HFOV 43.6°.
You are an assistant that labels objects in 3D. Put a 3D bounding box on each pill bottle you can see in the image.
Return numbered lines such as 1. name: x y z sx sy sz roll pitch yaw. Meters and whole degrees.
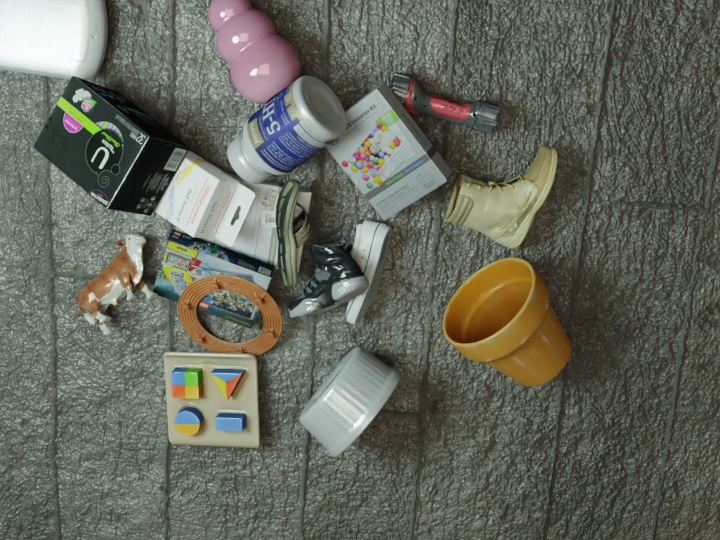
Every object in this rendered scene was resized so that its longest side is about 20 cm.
1. pill bottle: -0.132 -0.235 1.556 0.200 0.120 0.120 -31 104 32

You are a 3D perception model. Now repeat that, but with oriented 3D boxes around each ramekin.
1. ramekin: -0.024 0.237 1.667 0.098 0.200 0.201 39 101 -1

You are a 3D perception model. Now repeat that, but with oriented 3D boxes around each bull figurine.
1. bull figurine: -0.445 0.024 1.662 0.200 0.065 0.122 -42 59 18

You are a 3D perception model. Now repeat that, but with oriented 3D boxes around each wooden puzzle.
1. wooden puzzle: -0.289 0.255 1.732 0.185 0.046 0.201 1 105 8

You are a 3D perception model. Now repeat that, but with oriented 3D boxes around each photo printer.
1. photo printer: -0.539 -0.420 1.555 0.199 0.069 0.167 7 104 -3

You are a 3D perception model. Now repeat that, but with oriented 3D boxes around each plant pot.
1. plant pot: 0.283 0.110 1.647 0.200 0.200 0.183 -41 117 9

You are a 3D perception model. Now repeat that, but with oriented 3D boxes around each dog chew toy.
1. dog chew toy: -0.190 -0.389 1.543 0.124 0.125 0.200 -32 95 8

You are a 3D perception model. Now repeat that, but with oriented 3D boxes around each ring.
1. ring: -0.244 0.091 1.676 0.200 0.019 0.201 5 129 6

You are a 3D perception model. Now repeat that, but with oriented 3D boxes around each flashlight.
1. flashlight: 0.147 -0.295 1.592 0.200 0.068 0.068 13 109 -2

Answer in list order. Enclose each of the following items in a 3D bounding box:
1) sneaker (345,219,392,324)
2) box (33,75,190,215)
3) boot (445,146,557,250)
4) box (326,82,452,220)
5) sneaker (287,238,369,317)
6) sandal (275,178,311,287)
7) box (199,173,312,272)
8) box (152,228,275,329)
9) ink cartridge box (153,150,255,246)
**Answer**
1. sneaker: 0.000 0.000 1.676 0.071 0.073 0.200 21 103 17
2. box: -0.426 -0.212 1.544 0.200 0.124 0.149 37 102 20
3. boot: 0.254 -0.152 1.627 0.155 0.073 0.200 21 109 -8
4. box: 0.042 -0.207 1.589 0.156 0.041 0.200 -30 103 36
5. sneaker: -0.071 0.013 1.655 0.200 0.075 0.114 -27 76 41
6. sandal: -0.117 -0.068 1.612 0.057 0.080 0.201 -6 112 -17
7. box: -0.198 -0.090 1.658 0.199 0.041 0.156 9 104 -3
8. box: -0.272 0.017 1.660 0.200 0.038 0.137 21 128 -6
9. ink cartridge box: -0.295 -0.135 1.588 0.200 0.067 0.117 31 104 22
